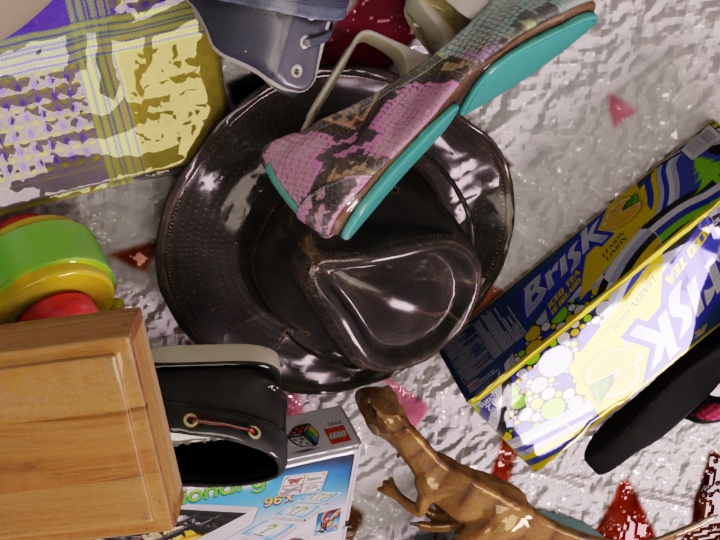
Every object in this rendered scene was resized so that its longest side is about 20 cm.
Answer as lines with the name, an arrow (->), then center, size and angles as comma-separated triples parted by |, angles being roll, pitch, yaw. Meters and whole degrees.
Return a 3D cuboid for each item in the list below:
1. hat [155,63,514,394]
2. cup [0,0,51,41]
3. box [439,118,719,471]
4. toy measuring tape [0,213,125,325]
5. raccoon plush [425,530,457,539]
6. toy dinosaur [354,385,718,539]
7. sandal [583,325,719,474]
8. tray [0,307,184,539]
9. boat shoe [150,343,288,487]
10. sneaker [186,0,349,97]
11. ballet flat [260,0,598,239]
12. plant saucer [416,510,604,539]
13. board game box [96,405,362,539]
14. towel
hat -> 0.000, 0.000, 0.822 | 0.200, 0.081, 0.201 | -11, 124, -16
cup -> -0.183, -0.170, 0.618 | 0.200, 0.143, 0.200 | -3, 102, -17
box -> 0.144, 0.014, 0.892 | 0.200, 0.064, 0.070 | -40, 121, 7
toy measuring tape -> -0.175, -0.001, 0.762 | 0.074, 0.074, 0.200 | -49, 147, 12
raccoon plush -> -0.017, 0.200, 0.898 | 0.134, 0.097, 0.200 | 47, 61, -54
toy dinosaur -> 0.075, 0.133, 0.880 | 0.200, 0.060, 0.106 | 27, 140, -8
sandal -> 0.204, 0.057, 0.906 | 0.045, 0.075, 0.200 | 43, 124, 1
tray -> -0.189, 0.080, 0.744 | 0.200, 0.037, 0.099 | -7, 111, 7
boat shoe -> -0.134, 0.079, 0.790 | 0.201, 0.063, 0.074 | -3, 149, -9
sneaker -> 0.011, -0.150, 0.747 | 0.202, 0.077, 0.146 | 5, 108, -14
ballet flat -> 0.032, -0.095, 0.781 | 0.071, 0.069, 0.200 | 46, 65, 6
plant saucer -> 0.083, 0.240, 1.014 | 0.200, 0.036, 0.200 | -7, 119, -13
board game box -> -0.103, 0.145, 0.875 | 0.200, 0.035, 0.126 | -10, 134, -21
towel -> -0.139, -0.123, 0.758 | 0.143, 0.023, 0.200 | -11, 120, -10
